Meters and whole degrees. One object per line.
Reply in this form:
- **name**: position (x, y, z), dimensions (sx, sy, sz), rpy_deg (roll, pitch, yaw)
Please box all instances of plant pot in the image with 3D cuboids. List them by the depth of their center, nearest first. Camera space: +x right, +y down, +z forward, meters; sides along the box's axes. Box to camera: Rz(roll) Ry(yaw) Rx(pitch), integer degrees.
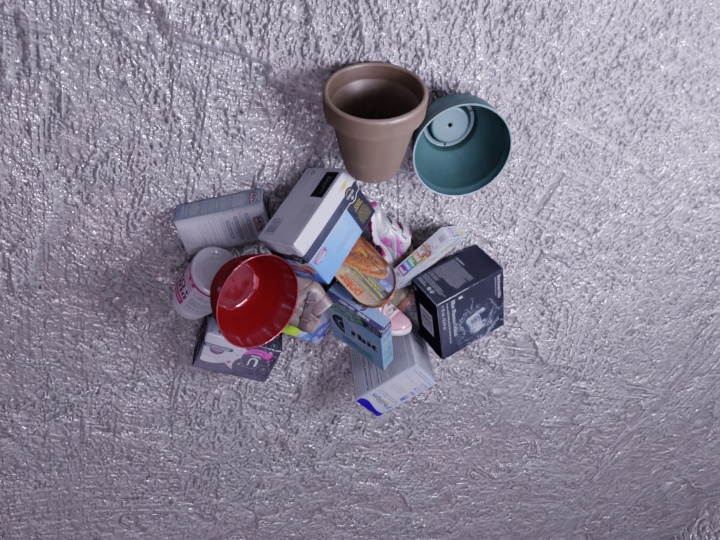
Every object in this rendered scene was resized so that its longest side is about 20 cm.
- **plant pot**: position (0.026, -0.273, 1.173), dimensions (0.196, 0.203, 0.176), rpy_deg (-4, 140, -5)
- **plant pot**: position (0.190, -0.271, 1.228), dimensions (0.196, 0.135, 0.203), rpy_deg (-4, 130, -5)

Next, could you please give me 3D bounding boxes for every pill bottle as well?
- **pill bottle**: position (-0.357, 0.036, 1.385), dimensions (0.112, 0.115, 0.199), rpy_deg (20, 148, -24)

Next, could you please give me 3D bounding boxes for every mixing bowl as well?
- **mixing bowl**: position (-0.239, 0.048, 1.268), dimensions (0.198, 0.107, 0.204), rpy_deg (-21, 122, -38)

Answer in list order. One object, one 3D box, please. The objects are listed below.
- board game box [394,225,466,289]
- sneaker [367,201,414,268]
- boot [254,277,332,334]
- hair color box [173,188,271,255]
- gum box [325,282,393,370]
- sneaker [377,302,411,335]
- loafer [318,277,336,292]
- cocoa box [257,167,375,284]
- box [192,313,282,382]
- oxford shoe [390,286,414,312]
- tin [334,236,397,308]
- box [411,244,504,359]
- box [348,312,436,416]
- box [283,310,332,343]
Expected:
- **board game box**: position (0.150, -0.028, 1.441), dimensions (0.200, 0.034, 0.134), rpy_deg (-42, 167, 24)
- **sneaker**: position (0.070, -0.089, 1.409), dimensions (0.087, 0.082, 0.201), rpy_deg (-22, 136, 6)
- **boot**: position (-0.164, 0.097, 1.385), dimensions (0.145, 0.071, 0.201), rpy_deg (37, 113, -11)
- **hair color box**: position (-0.299, -0.106, 1.344), dimensions (0.196, 0.061, 0.100), rpy_deg (-11, 132, 2)
- **gum box**: position (0.000, 0.137, 1.469), dimensions (0.045, 0.169, 0.201), rpy_deg (-46, 154, -23)
- **sneaker**: position (0.039, 0.082, 1.499), dimensions (0.198, 0.075, 0.106), rpy_deg (23, 126, 26)
- **loafer**: position (-0.090, 0.003, 1.458), dimensions (0.070, 0.074, 0.201), rpy_deg (-25, 130, 13)
- **cocoa box**: position (-0.089, -0.096, 1.274), dimensions (0.132, 0.202, 0.132), rpy_deg (11, 151, 46)
- **box**: position (-0.311, 0.185, 1.552), dimensions (0.197, 0.116, 0.133), rpy_deg (17, 126, -22)
- **oxford shoe**: position (0.059, 0.099, 1.582), dimensions (0.074, 0.071, 0.200), rpy_deg (41, 120, -4)
- **tin**: position (0.000, 0.000, 1.396), dimensions (0.112, 0.200, 0.042), rpy_deg (-40, 160, -11)
- **box**: position (0.245, 0.079, 1.507), dimensions (0.197, 0.118, 0.199), rpy_deg (-27, 133, -15)
- **box**: position (0.081, 0.250, 1.622), dimensions (0.198, 0.186, 0.105), rpy_deg (-32, 129, 19)
- **box**: position (-0.132, 0.111, 1.509), dimensions (0.122, 0.048, 0.199), rpy_deg (-45, 148, 10)
